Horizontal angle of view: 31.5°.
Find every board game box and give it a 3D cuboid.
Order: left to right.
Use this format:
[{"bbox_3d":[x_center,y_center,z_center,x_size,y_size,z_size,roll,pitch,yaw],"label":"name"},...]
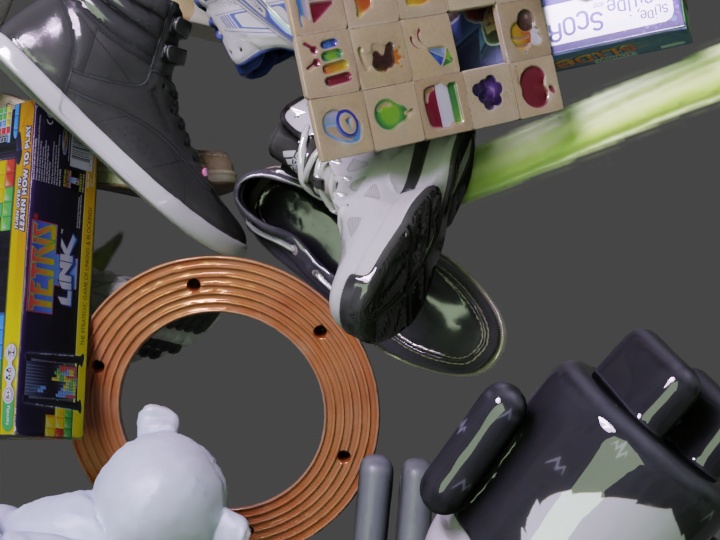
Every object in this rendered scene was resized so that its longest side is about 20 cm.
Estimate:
[{"bbox_3d":[-0.242,0.006,0.809,0.164,0.056,0.203,-7,77,37],"label":"board game box"},{"bbox_3d":[0.094,-0.188,0.784,0.198,0.034,0.137,-8,82,21],"label":"board game box"}]

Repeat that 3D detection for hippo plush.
[{"bbox_3d":[-0.162,0.143,0.730,0.160,0.201,0.159,-39,74,-22],"label":"hippo plush"}]

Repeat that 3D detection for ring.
[{"bbox_3d":[-0.086,0.086,0.799,0.197,0.019,0.203,1,106,3],"label":"ring"}]

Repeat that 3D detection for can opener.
[{"bbox_3d":[0.016,0.213,0.763,0.052,0.066,0.203,6,82,-2],"label":"can opener"}]

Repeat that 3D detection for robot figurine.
[{"bbox_3d":[0.121,0.133,0.696,0.150,0.125,0.201,42,99,19],"label":"robot figurine"}]

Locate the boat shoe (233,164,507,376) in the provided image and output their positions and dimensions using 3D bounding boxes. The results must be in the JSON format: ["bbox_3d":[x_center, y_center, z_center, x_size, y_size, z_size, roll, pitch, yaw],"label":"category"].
[{"bbox_3d":[0.000,0.000,0.788,0.199,0.063,0.073,36,98,20],"label":"boat shoe"}]

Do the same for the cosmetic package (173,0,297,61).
[{"bbox_3d":[-0.121,-0.214,0.849,0.198,0.071,0.107,15,91,21],"label":"cosmetic package"}]

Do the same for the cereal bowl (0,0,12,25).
[{"bbox_3d":[-0.307,-0.154,0.871,0.199,0.201,0.083,-37,112,14],"label":"cereal bowl"}]

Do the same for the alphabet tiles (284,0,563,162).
[{"bbox_3d":[0.027,-0.174,0.708,0.008,0.165,0.203,-6,97,62],"label":"alphabet tiles"}]

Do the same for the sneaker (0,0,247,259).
[{"bbox_3d":[-0.117,-0.097,0.757,0.099,0.071,0.200,-48,112,-8],"label":"sneaker"}]

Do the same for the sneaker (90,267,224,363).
[{"bbox_3d":[-0.184,0.025,0.854,0.198,0.075,0.082,-13,72,19],"label":"sneaker"}]

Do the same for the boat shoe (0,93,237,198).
[{"bbox_3d":[-0.170,-0.086,0.858,0.198,0.072,0.066,8,89,27],"label":"boat shoe"}]

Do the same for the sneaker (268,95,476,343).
[{"bbox_3d":[-0.009,-0.036,0.735,0.114,0.201,0.076,12,128,13],"label":"sneaker"}]

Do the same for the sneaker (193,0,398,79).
[{"bbox_3d":[-0.073,-0.162,0.750,0.198,0.075,0.089,26,105,18],"label":"sneaker"}]
